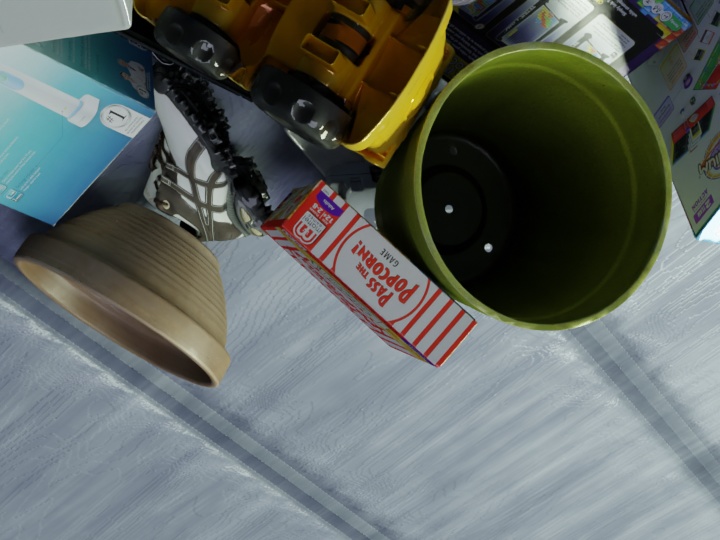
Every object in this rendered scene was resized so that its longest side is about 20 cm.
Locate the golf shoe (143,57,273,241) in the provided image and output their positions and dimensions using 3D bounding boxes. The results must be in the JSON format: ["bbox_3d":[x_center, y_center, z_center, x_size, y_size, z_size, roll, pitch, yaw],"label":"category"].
[{"bbox_3d":[-0.141,-0.084,1.122,0.094,0.078,0.201,-18,138,8],"label":"golf shoe"}]

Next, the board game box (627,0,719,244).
[{"bbox_3d":[0.279,-0.143,1.060,0.040,0.201,0.153,9,136,-22],"label":"board game box"}]

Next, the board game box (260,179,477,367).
[{"bbox_3d":[0.000,0.000,1.061,0.151,0.200,0.046,42,86,-7],"label":"board game box"}]

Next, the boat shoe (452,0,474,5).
[{"bbox_3d":[0.055,-0.265,0.928,0.070,0.069,0.201,4,123,13],"label":"boat shoe"}]

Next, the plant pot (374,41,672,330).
[{"bbox_3d":[0.099,-0.055,1.058,0.199,0.202,0.193,5,176,-19],"label":"plant pot"}]

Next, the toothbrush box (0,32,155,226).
[{"bbox_3d":[-0.272,-0.139,1.020,0.199,0.086,0.146,23,130,-35],"label":"toothbrush box"}]

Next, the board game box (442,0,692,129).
[{"bbox_3d":[0.130,-0.204,1.067,0.165,0.057,0.199,-35,134,28],"label":"board game box"}]

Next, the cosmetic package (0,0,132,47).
[{"bbox_3d":[-0.246,-0.244,0.833,0.198,0.166,0.166,-6,140,4],"label":"cosmetic package"}]

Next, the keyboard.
[{"bbox_3d":[-0.142,-0.160,1.010,0.199,0.104,0.040,25,114,-37],"label":"keyboard"}]

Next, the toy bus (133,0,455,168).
[{"bbox_3d":[-0.033,-0.164,0.977,0.136,0.199,0.192,-58,167,-1],"label":"toy bus"}]

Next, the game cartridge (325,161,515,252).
[{"bbox_3d":[0.064,-0.041,1.219,0.198,0.041,0.134,-3,135,-9],"label":"game cartridge"}]

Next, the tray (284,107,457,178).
[{"bbox_3d":[0.027,-0.094,1.193,0.107,0.022,0.200,-27,137,16],"label":"tray"}]

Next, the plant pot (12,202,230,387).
[{"bbox_3d":[-0.183,0.009,1.173,0.200,0.093,0.201,29,164,9],"label":"plant pot"}]
